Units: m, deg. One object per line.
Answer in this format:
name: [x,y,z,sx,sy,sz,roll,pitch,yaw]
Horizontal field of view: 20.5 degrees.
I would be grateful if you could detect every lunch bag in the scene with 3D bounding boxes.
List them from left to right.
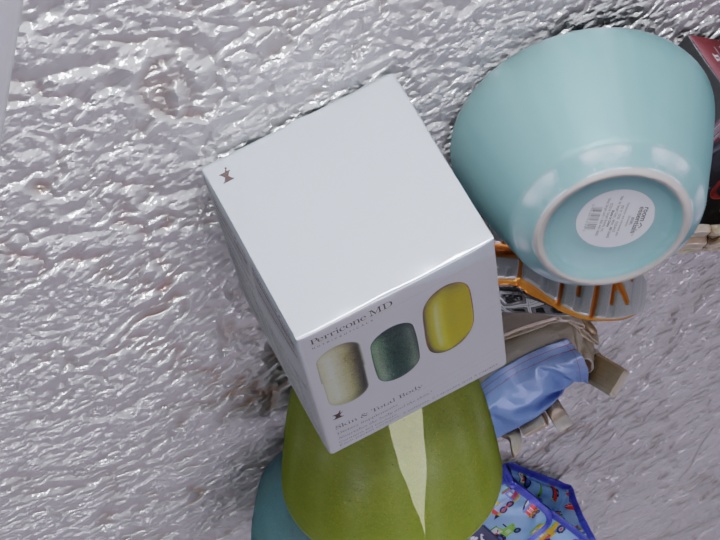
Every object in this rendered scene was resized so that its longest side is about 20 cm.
lunch bag: [0.136,0.275,2.111,0.150,0.094,0.200,-38,141,16]

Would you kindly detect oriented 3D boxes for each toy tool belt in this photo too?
toy tool belt: [0.127,0.104,1.742,0.200,0.123,0.125,-35,153,10]

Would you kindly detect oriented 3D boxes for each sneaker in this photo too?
sneaker: [0.129,0.001,1.578,0.199,0.079,0.077,13,156,-7]

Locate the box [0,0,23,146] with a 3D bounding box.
box: [-0.268,-0.130,0.870,0.199,0.172,0.199,-16,150,-28]

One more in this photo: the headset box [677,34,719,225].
headset box: [0.273,-0.105,1.586,0.199,0.075,0.149,2,140,-48]

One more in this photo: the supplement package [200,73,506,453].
supplement package: [0.000,0.000,1.397,0.151,0.151,0.200,-27,153,-7]

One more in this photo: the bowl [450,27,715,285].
bowl: [0.171,-0.065,1.440,0.199,0.105,0.202,-5,137,-5]

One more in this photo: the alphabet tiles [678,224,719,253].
alphabet tiles: [0.267,-0.023,1.663,0.198,0.015,0.196,-3,176,5]

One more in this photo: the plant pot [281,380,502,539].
plant pot: [0.019,0.099,1.593,0.186,0.187,0.201,-22,137,-16]

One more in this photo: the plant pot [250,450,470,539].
plant pot: [-0.019,0.222,1.779,0.199,0.135,0.201,-24,152,-14]
